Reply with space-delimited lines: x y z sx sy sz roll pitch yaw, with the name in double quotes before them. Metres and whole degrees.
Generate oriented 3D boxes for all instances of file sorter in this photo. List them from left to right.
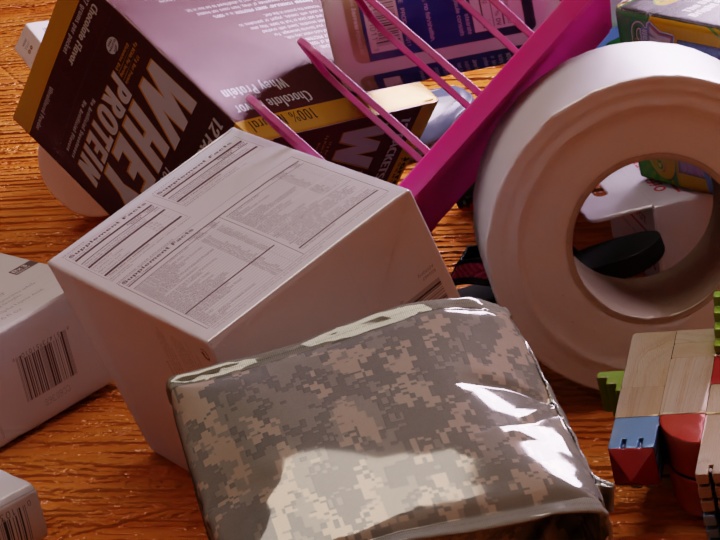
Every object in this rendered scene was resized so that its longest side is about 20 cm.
"file sorter" 0.043 -0.129 1.496 0.200 0.125 0.139 -48 -10 0

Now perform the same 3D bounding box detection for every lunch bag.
"lunch bag" 0.018 0.112 1.243 0.199 0.118 0.164 -17 43 -6

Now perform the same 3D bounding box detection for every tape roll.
"tape roll" 0.169 -0.029 1.440 0.201 0.204 0.071 -12 21 -1

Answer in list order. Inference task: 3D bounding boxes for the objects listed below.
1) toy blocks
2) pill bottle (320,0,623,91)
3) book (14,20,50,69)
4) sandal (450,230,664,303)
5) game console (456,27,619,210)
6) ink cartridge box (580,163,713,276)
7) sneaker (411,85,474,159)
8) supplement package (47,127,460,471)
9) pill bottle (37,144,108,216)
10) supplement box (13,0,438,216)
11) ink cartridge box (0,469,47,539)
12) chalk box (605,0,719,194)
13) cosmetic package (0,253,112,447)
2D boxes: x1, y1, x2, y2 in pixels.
"toy blocks" 0.213 0.090 1.293 0.199 0.100 0.137 -3 35 19
"pill bottle" 0.076 -0.192 1.624 0.198 0.116 0.116 -10 22 5
"book" -0.152 -0.118 1.826 0.133 0.048 0.200 -10 51 -45
"sandal" 0.102 -0.002 1.558 0.199 0.045 0.075 -19 14 34
"game console" 0.142 -0.149 1.733 0.172 0.119 0.200 -33 2 -26
"ink cartridge box" 0.235 -0.046 1.620 0.199 0.067 0.116 -14 23 -7
"sneaker" 0.000 -0.124 1.907 0.199 0.083 0.070 -20 23 -21
"supplement package" -0.051 0.033 1.423 0.150 0.152 0.200 -37 30 -20
"pill bottle" -0.176 -0.121 1.952 0.111 0.113 0.200 -1 25 24
"supplement box" -0.094 -0.113 1.700 0.200 0.133 0.197 43 35 24
"ink cartridge box" -0.317 0.162 1.435 0.196 0.044 0.199 -28 25 -32
"chalk box" 0.248 -0.126 1.557 0.124 0.125 0.199 -28 29 -31
"cosmetic package" -0.270 0.045 1.639 0.199 0.082 0.113 13 34 44
